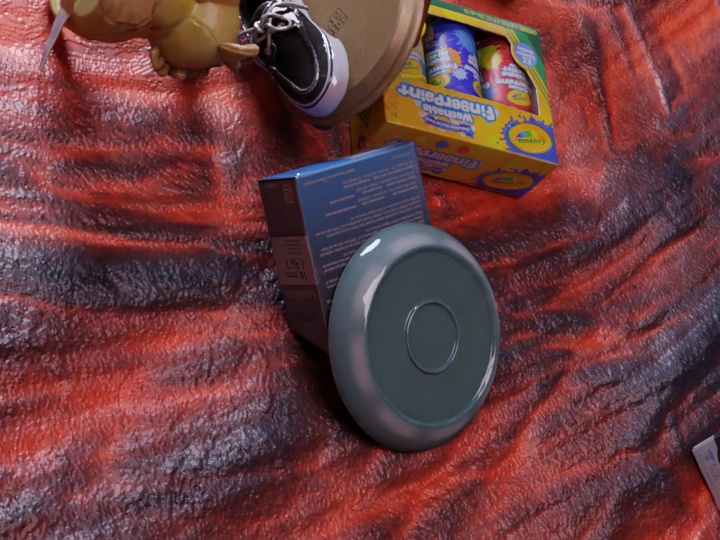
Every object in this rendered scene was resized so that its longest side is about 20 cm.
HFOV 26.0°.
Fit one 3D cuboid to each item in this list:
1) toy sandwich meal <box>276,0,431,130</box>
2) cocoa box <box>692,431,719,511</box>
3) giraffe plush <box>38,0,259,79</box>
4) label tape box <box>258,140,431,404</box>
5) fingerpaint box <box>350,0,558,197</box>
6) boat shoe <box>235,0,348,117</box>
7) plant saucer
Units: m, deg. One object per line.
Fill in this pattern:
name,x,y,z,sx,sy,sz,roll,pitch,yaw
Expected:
toy sandwich meal,0.001,-0.222,1.453,0.070,0.204,0.207,25,51,-43
cocoa box,0.456,0.190,1.531,0.199,0.131,0.134,-10,70,-36
giraffe plush,-0.168,-0.235,1.355,0.161,0.201,0.173,17,32,-30
label tape box,0.000,0.000,1.382,0.143,0.063,0.202,-18,100,-38
fingerpaint box,0.089,-0.178,1.544,0.198,0.073,0.168,12,58,-26
boat shoe,-0.074,-0.216,1.417,0.068,0.074,0.200,18,36,-40
plant saucer,0.056,0.058,1.369,0.199,0.027,0.203,1,88,-40
